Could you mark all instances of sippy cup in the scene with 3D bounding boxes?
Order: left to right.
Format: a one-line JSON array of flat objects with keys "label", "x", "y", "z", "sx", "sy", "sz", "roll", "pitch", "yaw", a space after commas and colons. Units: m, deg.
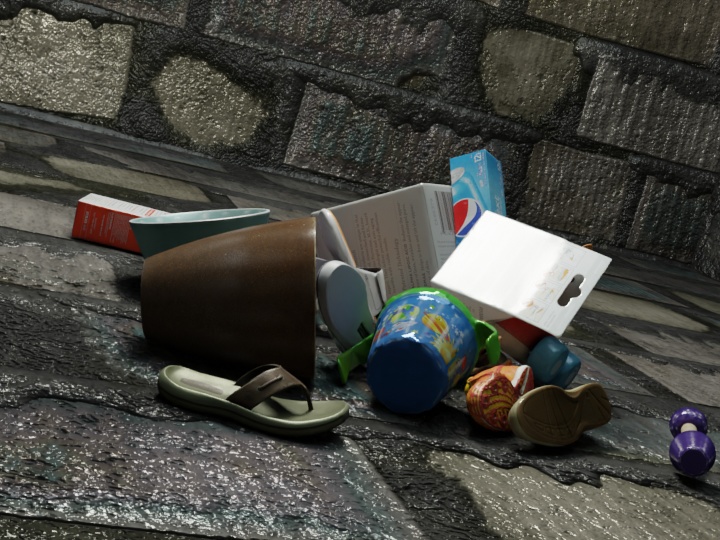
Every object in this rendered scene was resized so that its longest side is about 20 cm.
[{"label": "sippy cup", "x": 0.067, "y": 0.104, "z": 1.333, "sx": 0.140, "sy": 0.178, "sz": 0.130, "roll": 43, "pitch": 23, "yaw": 0}]

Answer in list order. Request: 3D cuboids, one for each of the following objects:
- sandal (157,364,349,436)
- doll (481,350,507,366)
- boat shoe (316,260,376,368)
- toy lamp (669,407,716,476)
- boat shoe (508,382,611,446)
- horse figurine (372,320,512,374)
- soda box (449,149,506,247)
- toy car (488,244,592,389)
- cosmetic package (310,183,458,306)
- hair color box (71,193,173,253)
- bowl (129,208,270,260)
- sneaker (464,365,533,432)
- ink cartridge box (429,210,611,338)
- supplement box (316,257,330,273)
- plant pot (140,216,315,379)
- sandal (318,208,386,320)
[{"label": "sandal", "x": -0.106, "y": 0.122, "z": 1.138, "sx": 0.199, "sy": 0.058, "sz": 0.080, "roll": 14, "pitch": 10, "yaw": -5}, {"label": "doll", "x": 0.146, "y": 0.105, "z": 1.653, "sx": 0.136, "sy": 0.049, "sz": 0.199, "roll": 21, "pitch": 4, "yaw": -41}, {"label": "boat shoe", "x": -0.026, "y": 0.052, "z": 1.414, "sx": 0.069, "sy": 0.071, "sz": 0.200, "roll": 22, "pitch": -23, "yaw": 32}, {"label": "toy lamp", "x": 0.418, "y": 0.218, "z": 1.415, "sx": 0.058, "sy": 0.059, "sz": 0.200, "roll": 17, "pitch": 10, "yaw": 14}, {"label": "boat shoe", "x": 0.231, "y": 0.177, "z": 1.358, "sx": 0.065, "sy": 0.073, "sz": 0.199, "roll": -23, "pitch": -12, "yaw": 38}, {"label": "horse figurine", "x": 0.117, "y": 0.105, "z": 1.463, "sx": 0.131, "sy": 0.050, "sz": 0.200, "roll": -16, "pitch": -27, "yaw": 22}, {"label": "soda box", "x": 0.183, "y": -0.076, "z": 1.712, "sx": 0.064, "sy": 0.202, "sz": 0.068, "roll": -13, "pitch": -22, "yaw": 26}, {"label": "toy car", "x": 0.259, "y": 0.034, "z": 1.598, "sx": 0.184, "sy": 0.201, "sz": 0.177, "roll": 37, "pitch": 1, "yaw": 26}, {"label": "cosmetic package", "x": 0.056, "y": -0.031, "z": 1.736, "sx": 0.198, "sy": 0.167, "sz": 0.164, "roll": -13, "pitch": -5, "yaw": 28}, {"label": "hair color box", "x": -0.358, "y": -0.067, "z": 1.823, "sx": 0.198, "sy": 0.065, "sz": 0.111, "roll": 13, "pitch": 8, "yaw": -5}, {"label": "bowl", "x": -0.222, "y": -0.027, "z": 1.583, "sx": 0.198, "sy": 0.106, "sz": 0.201, "roll": -5, "pitch": 8, "yaw": 1}, {"label": "sneaker", "x": 0.159, "y": 0.158, "z": 1.375, "sx": 0.076, "sy": 0.074, "sz": 0.200, "roll": -5, "pitch": -2, "yaw": 21}, {"label": "ink cartridge box", "x": 0.218, "y": 0.012, "z": 1.528, "sx": 0.199, "sy": 0.050, "sz": 0.162, "roll": 25, "pitch": 55, "yaw": 24}, {"label": "supplement box", "x": -0.108, "y": 0.008, "z": 1.649, "sx": 0.108, "sy": 0.062, "sz": 0.200, "roll": 14, "pitch": -4, "yaw": -15}, {"label": "plant pot", "x": -0.151, "y": 0.031, "z": 1.304, "sx": 0.197, "sy": 0.189, "sz": 0.187, "roll": 1, "pitch": 10, "yaw": -3}, {"label": "sandal", "x": 0.002, "y": 0.001, "z": 1.604, "sx": 0.059, "sy": 0.209, "sz": 0.079, "roll": -25, "pitch": 16, "yaw": -13}]
